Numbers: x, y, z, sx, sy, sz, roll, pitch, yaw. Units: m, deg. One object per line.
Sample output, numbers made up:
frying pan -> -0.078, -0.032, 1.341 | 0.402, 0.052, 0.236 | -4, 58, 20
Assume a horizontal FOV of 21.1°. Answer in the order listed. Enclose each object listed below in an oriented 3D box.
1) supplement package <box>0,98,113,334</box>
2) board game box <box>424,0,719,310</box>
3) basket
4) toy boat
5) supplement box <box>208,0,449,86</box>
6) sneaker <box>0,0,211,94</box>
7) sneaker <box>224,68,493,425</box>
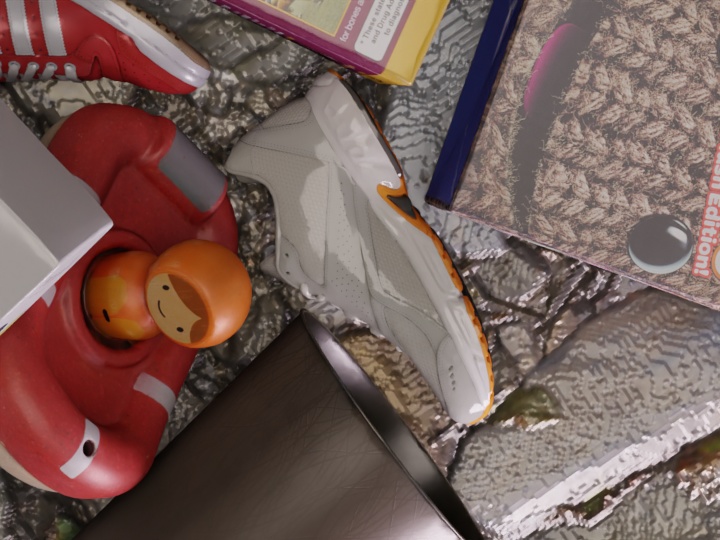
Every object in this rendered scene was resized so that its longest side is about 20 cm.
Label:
supplement package -> -0.221, 0.015, 0.835 | 0.200, 0.114, 0.110 | -42, 95, 11
board game box -> 0.156, -0.075, 1.021 | 0.199, 0.097, 0.161 | 19, 93, -8
basket -> -0.057, 0.146, 1.002 | 0.200, 0.136, 0.181 | -37, 127, 4
toy boat -> -0.108, 0.014, 0.946 | 0.131, 0.130, 0.201 | 45, 55, -38
supplement box -> -0.042, -0.192, 0.983 | 0.199, 0.103, 0.132 | 26, 93, -9
sneaker -> -0.184, -0.110, 0.991 | 0.199, 0.071, 0.113 | 27, 88, -1
sneaker -> 0.000, 0.000, 1.030 | 0.092, 0.076, 0.201 | -29, 91, 5
